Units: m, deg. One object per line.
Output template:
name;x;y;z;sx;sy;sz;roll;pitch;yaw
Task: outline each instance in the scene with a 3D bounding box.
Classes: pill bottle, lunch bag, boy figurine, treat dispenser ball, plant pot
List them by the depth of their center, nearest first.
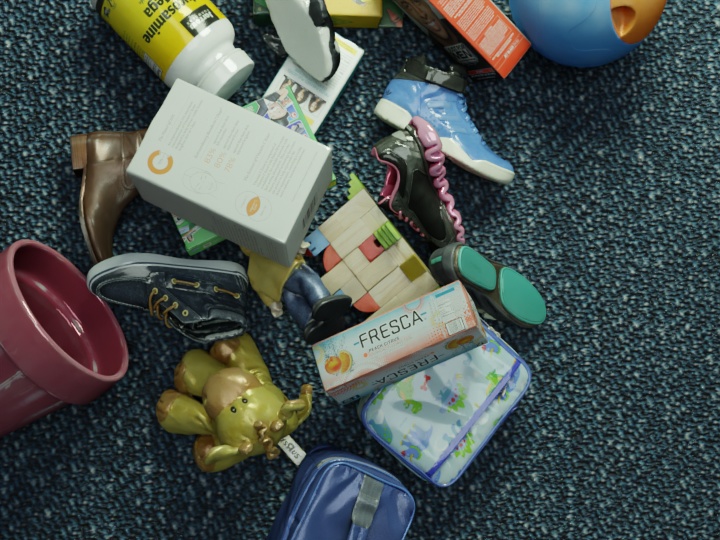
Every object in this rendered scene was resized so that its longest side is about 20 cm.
plant pot;-0.400;0.097;1.206;0.178;0.200;0.201;-38;90;10
lunch bag;-0.031;0.322;1.232;0.134;0.132;0.203;24;85;-11
boy figurine;-0.096;0.000;1.259;0.064;0.125;0.200;-15;49;-36
pill bottle;-0.229;-0.298;1.275;0.112;0.112;0.200;-45;91;-6
treat dispenser ball;0.280;-0.355;1.276;0.197;0.201;0.205;0;86;-5
lunch bag;0.107;0.156;1.290;0.161;0.082;0.200;42;85;-4

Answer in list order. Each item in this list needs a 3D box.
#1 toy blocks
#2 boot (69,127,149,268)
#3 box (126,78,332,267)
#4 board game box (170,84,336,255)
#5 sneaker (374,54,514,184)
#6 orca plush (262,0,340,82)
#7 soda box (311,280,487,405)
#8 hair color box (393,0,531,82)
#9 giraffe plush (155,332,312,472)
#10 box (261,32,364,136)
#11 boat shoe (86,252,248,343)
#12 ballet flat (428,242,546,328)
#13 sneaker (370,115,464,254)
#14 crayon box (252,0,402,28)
toy blocks;0.000;0.000;1.292;0.136;0.100;0.201;-38;92;5
boot;-0.252;-0.098;1.290;0.197;0.064;0.190;-9;89;-10
box;-0.145;-0.109;1.178;0.198;0.098;0.126;25;76;6
board game box;-0.146;-0.122;1.249;0.198;0.029;0.136;-26;79;-7
sneaker;0.127;-0.199;1.315;0.198;0.077;0.112;30;94;4
orca plush;-0.082;-0.329;1.278;0.200;0.105;0.071;45;41;7
soda box;0.047;0.087;1.223;0.198;0.068;0.064;-24;62;10
hair color box;0.111;-0.326;1.286;0.200;0.101;0.061;42;84;-17
giraffe plush;-0.143;0.172;1.224;0.198;0.162;0.174;30;84;-2
box;-0.080;-0.211;1.313;0.082;0.049;0.202;32;84;-1
boat shoe;-0.232;0.035;1.250;0.197;0.071;0.092;0;50;-11
ballet flat;0.155;0.020;1.294;0.199;0.073;0.074;30;82;-40
sneaker;0.067;-0.085;1.278;0.094;0.079;0.202;-25;115;-13
crayon box;-0.040;-0.383;1.327;0.196;0.051;0.129;-1;86;-5
